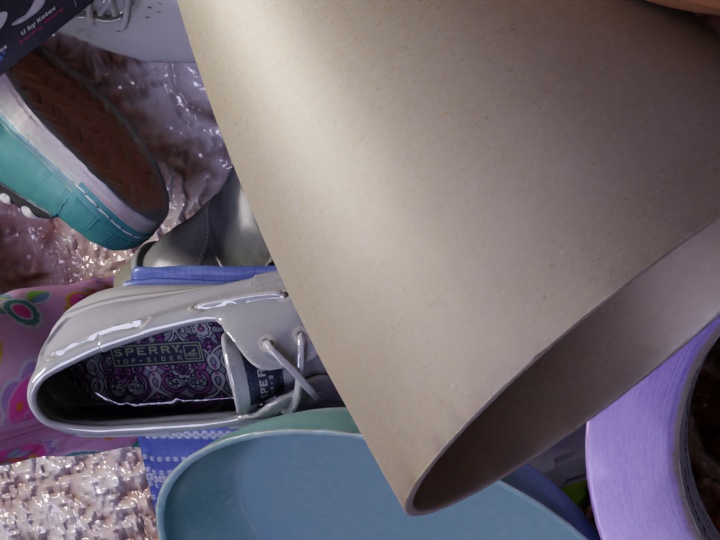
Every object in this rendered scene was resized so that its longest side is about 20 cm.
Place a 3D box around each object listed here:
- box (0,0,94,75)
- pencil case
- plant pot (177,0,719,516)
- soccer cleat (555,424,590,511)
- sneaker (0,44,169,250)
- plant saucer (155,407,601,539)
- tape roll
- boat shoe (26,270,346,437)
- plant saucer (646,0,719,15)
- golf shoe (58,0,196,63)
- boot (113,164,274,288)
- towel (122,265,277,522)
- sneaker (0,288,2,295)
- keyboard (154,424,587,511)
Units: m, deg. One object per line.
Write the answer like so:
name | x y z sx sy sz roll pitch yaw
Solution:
box | -0.181 -0.193 1.082 0.200 0.132 0.115 42 163 25
pencil case | -0.164 0.053 1.181 0.087 0.200 0.088 7 101 41
plant pot | 0.029 -0.053 0.906 0.200 0.187 0.187 51 128 13
soccer cleat | 0.078 0.045 1.109 0.081 0.068 0.200 37 128 13
sneaker | -0.171 -0.064 1.195 0.200 0.071 0.080 41 111 17
plant saucer | 0.019 0.112 1.067 0.199 0.036 0.200 14 143 11
tape roll | 0.185 0.064 0.995 0.199 0.066 0.201 0 92 9
boat shoe | -0.038 0.032 1.069 0.199 0.069 0.072 -2 114 16
plant saucer | 0.099 -0.150 0.897 0.200 0.200 0.038 37 133 13
golf shoe | -0.134 -0.127 1.151 0.200 0.091 0.076 19 118 23
boot | 0.000 0.001 1.146 0.182 0.073 0.200 49 121 2
towel | -0.021 0.089 1.144 0.144 0.024 0.201 -2 114 17
sneaker | -0.221 -0.035 1.266 0.072 0.072 0.201 -18 90 -8
keyboard | 0.007 0.088 1.107 0.200 0.011 0.056 -22 108 28
